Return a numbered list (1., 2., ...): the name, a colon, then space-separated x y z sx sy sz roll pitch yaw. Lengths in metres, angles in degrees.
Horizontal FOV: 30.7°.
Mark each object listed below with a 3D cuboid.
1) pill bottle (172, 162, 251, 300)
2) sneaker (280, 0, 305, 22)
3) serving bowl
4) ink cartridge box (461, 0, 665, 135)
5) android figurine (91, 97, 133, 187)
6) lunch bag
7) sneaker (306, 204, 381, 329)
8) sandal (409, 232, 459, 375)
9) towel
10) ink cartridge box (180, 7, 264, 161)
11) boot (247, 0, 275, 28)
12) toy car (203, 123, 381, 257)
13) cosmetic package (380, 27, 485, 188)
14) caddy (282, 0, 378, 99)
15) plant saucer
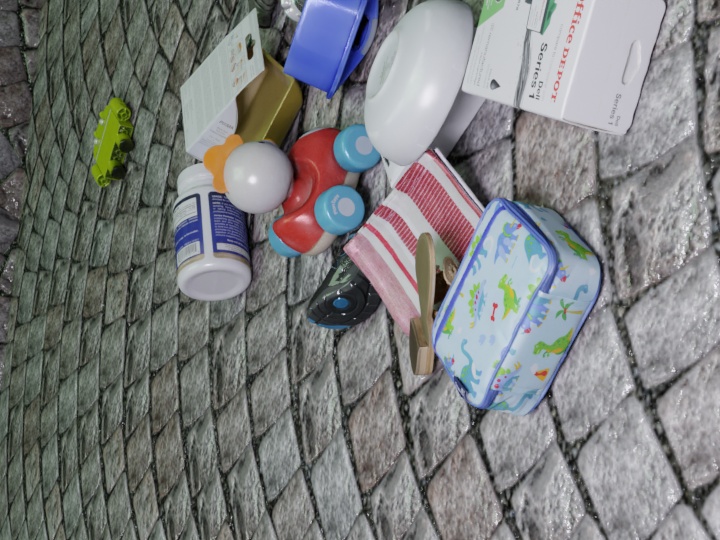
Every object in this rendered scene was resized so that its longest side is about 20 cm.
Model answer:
1. pill bottle: -0.236 -0.063 2.064 0.116 0.116 0.200 -46 43 47
2. sneaker: -0.055 -0.463 1.917 0.091 0.078 0.200 4 89 46
3. serving bowl: 0.054 -0.223 1.495 0.200 0.066 0.200 -56 23 38
4. ink cartridge box: 0.201 -0.229 1.333 0.200 0.084 0.146 31 110 61
5. android figurine: -0.521 -0.270 2.740 0.200 0.041 0.182 52 127 52
6. lunch bag: 0.153 0.036 1.351 0.200 0.082 0.161 -66 29 24
7. sneaker: 0.000 0.000 1.668 0.200 0.073 0.082 -45 34 35
8. sandal: 0.098 0.035 1.475 0.078 0.070 0.212 -102 11 -45
9. towel: 0.071 -0.028 1.513 0.144 0.023 0.200 53 133 14
10. ink cartridge box: -0.203 -0.289 2.043 0.200 0.047 0.160 -41 40 29
11. boot: -0.158 -0.498 2.112 0.131 0.068 0.200 128 142 -52
12. toy car: -0.108 -0.130 1.730 0.184 0.200 0.177 -20 50 61
13. cosmetic package: 0.090 -0.191 1.565 0.200 0.051 0.083 -57 37 37
14. caddy: -0.031 -0.333 1.782 0.141 0.105 0.200 -90 19 -68
15. plant saucer: -0.161 -0.229 2.022 0.200 0.048 0.200 -60 32 13
